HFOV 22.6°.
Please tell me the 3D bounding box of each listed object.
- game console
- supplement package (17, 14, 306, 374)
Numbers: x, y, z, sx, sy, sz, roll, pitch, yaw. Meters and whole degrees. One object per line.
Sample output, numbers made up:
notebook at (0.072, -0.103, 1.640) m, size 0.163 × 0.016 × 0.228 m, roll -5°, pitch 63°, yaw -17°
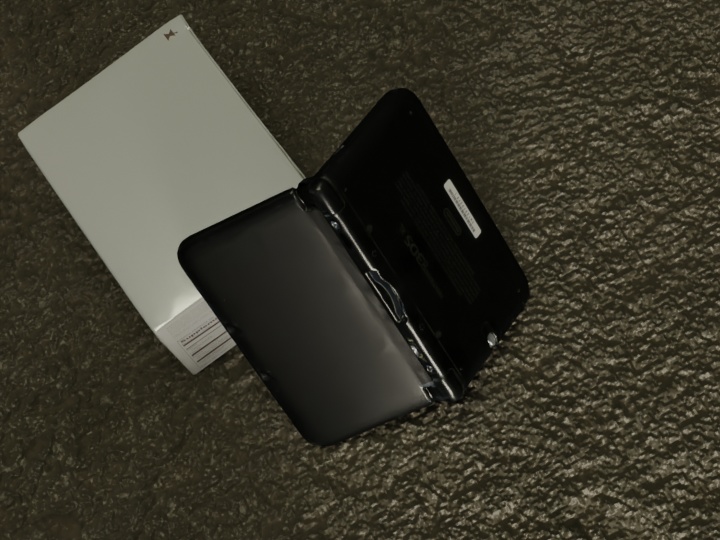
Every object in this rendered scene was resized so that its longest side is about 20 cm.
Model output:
game console at (0.000, 0.000, 1.289) m, size 0.116 × 0.201 × 0.176 m, roll -1°, pitch 41°, yaw 48°
supplement package at (-0.131, -0.056, 1.355) m, size 0.155 × 0.111 × 0.201 m, roll -36°, pitch 68°, yaw -4°
